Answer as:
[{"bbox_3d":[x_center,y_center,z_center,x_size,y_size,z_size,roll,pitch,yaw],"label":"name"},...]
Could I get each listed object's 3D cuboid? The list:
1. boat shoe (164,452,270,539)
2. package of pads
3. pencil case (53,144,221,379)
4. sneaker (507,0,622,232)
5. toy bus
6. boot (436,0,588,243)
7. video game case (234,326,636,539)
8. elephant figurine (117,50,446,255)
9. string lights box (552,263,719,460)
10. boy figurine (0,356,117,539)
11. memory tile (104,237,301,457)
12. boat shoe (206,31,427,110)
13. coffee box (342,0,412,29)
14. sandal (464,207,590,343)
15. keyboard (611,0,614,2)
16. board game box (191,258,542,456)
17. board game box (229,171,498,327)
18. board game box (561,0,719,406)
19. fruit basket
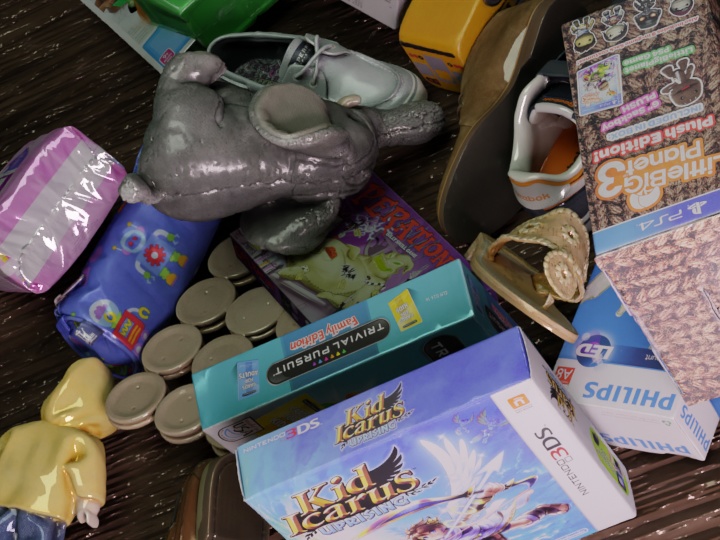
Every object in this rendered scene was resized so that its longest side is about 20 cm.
[{"bbox_3d":[-0.106,0.227,1.543,0.068,0.072,0.201,-23,48,52],"label":"boat shoe"},{"bbox_3d":[-0.255,-0.044,1.766,0.121,0.076,0.200,-52,13,-11],"label":"package of pads"},{"bbox_3d":[-0.166,-0.016,1.742,0.201,0.087,0.078,-64,15,-23],"label":"pencil case"},{"bbox_3d":[0.167,-0.126,1.604,0.078,0.079,0.201,11,71,39],"label":"sneaker"},{"bbox_3d":[0.109,-0.238,1.740,0.065,0.078,0.201,18,68,40],"label":"toy bus"},{"bbox_3d":[0.100,-0.110,1.660,0.075,0.074,0.201,8,67,50],"label":"boot"},{"bbox_3d":[0.050,0.134,1.426,0.199,0.181,0.046,-24,48,15],"label":"video game case"},{"bbox_3d":[-0.052,-0.086,1.652,0.199,0.142,0.156,11,75,11],"label":"elephant figurine"},{"bbox_3d":[0.207,0.020,1.499,0.102,0.059,0.201,6,61,36],"label":"string lights box"},{"bbox_3d":[-0.236,0.158,1.670,0.124,0.064,0.201,0,57,32],"label":"boy figurine"},{"bbox_3d":[-0.087,0.052,1.663,0.152,0.017,0.200,9,50,36],"label":"memory tile"},{"bbox_3d":[-0.042,-0.150,1.773,0.200,0.072,0.070,11,63,37],"label":"boat shoe"},{"bbox_3d":[-0.016,-0.289,1.791,0.199,0.080,0.113,31,51,22],"label":"coffee box"},{"bbox_3d":[0.119,-0.014,1.508,0.070,0.077,0.212,-56,10,5],"label":"sandal"},{"bbox_3d":[0.196,-0.152,1.663,0.199,0.021,0.127,20,69,39],"label":"keyboard"},{"bbox_3d":[0.011,0.079,1.511,0.199,0.151,0.047,-23,57,15],"label":"board game box"},{"bbox_3d":[0.000,0.000,1.641,0.120,0.032,0.200,-28,41,-16],"label":"board game box"},{"bbox_3d":[0.206,-0.051,1.394,0.096,0.160,0.201,-20,47,18],"label":"board game box"},{"bbox_3d":[-0.149,-0.273,1.913,0.185,0.094,0.200,-43,49,-3],"label":"fruit basket"}]
